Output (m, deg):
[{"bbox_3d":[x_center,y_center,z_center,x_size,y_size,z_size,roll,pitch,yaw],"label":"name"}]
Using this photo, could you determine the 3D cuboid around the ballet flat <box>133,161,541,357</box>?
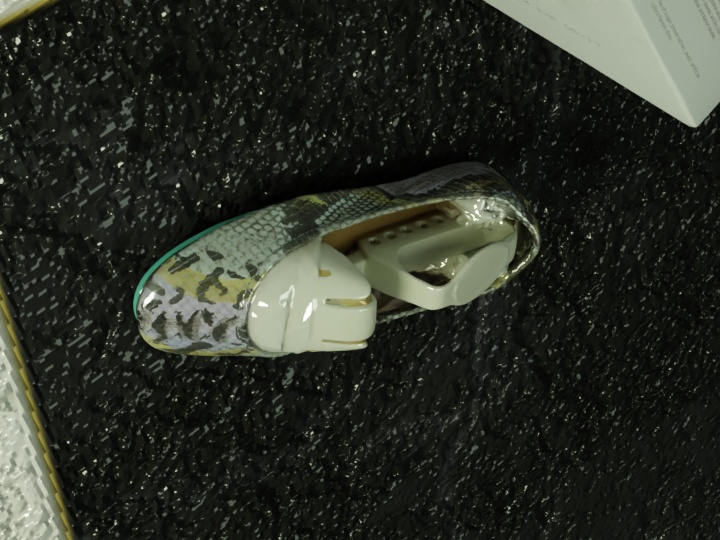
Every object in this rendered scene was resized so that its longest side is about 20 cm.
[{"bbox_3d":[0.000,0.000,0.921,0.200,0.072,0.072,-18,129,-33],"label":"ballet flat"}]

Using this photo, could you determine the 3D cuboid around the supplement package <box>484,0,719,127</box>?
[{"bbox_3d":[0.123,-0.197,0.825,0.200,0.152,0.151,-46,139,-6],"label":"supplement package"}]
